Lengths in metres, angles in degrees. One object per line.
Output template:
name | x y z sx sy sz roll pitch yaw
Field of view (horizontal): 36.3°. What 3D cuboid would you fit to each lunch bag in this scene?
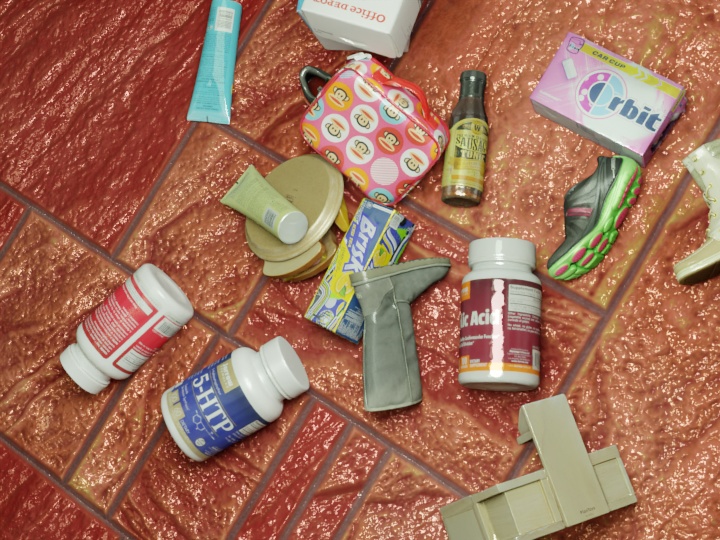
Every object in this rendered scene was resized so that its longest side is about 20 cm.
lunch bag | 0.027 -0.212 1.603 0.200 0.082 0.176 42 127 -5

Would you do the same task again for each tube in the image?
tube | -0.235 -0.342 1.801 0.077 0.050 0.202 7 84 23
tube | -0.145 -0.100 1.654 0.200 0.058 0.052 36 134 50

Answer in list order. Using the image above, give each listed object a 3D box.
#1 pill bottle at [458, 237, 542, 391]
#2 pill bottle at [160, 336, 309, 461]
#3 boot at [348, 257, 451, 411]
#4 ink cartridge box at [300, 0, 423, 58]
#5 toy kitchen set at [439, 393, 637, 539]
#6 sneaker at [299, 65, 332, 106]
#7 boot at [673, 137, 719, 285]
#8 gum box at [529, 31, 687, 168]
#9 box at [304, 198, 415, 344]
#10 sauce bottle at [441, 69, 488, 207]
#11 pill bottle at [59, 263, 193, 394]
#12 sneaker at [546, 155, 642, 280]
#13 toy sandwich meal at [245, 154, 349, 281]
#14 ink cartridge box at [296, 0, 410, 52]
pill bottle | 0.196 0.062 1.532 0.113 0.114 0.202 -1 77 17
pill bottle | -0.182 0.184 1.620 0.199 0.120 0.120 -31 70 8
boot | 0.068 0.089 1.581 0.180 0.072 0.202 -12 87 -25
ink cartridge box | 0.020 -0.424 1.562 0.145 0.084 0.202 18 82 17
toy kitchen set | 0.226 0.279 1.496 0.198 0.180 0.165 -11 73 -27
sneaker | -0.026 -0.246 1.690 0.199 0.082 0.077 37 90 19
boot | 0.483 -0.087 1.500 0.199 0.072 0.155 -33 70 2
gum box | 0.359 -0.243 1.577 0.199 0.066 0.114 32 90 21
box | 0.000 0.000 1.626 0.070 0.064 0.201 23 84 40
sauce bottle | 0.158 -0.197 1.631 0.065 0.066 0.202 2 79 18
pill bottle | -0.365 0.094 1.702 0.200 0.112 0.112 -42 69 4
sneaker | 0.322 -0.074 1.556 0.084 0.077 0.201 30 84 38
toy sandwich meal | -0.091 -0.083 1.679 0.204 0.070 0.207 -19 53 27
ink cartridge box | 0.005 -0.462 1.697 0.145 0.147 0.202 6 80 18
